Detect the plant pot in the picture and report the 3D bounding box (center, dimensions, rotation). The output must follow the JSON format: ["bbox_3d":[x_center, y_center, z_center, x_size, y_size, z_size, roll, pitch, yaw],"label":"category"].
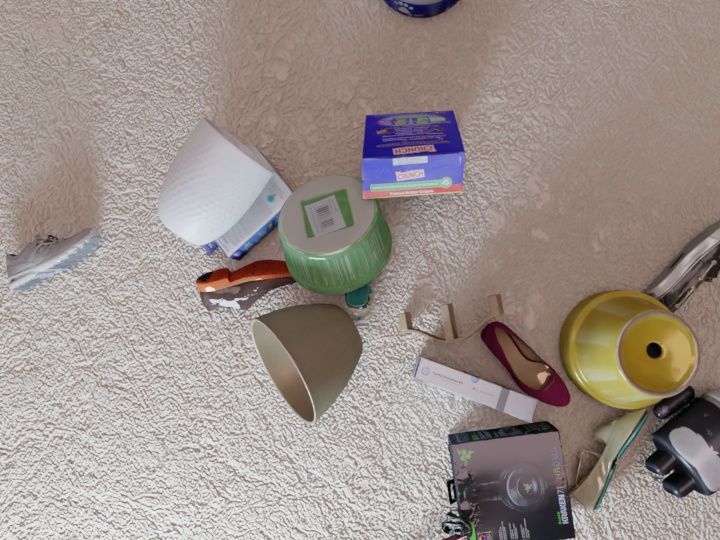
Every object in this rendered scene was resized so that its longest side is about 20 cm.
[{"bbox_3d":[0.449,0.129,0.974,0.196,0.189,0.205,0,84,4],"label":"plant pot"}]

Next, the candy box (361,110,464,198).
[{"bbox_3d":[0.087,-0.205,1.025,0.165,0.201,0.078,-2,123,5],"label":"candy box"}]

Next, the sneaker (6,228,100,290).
[{"bbox_3d":[-0.591,-0.038,1.126,0.197,0.075,0.083,-26,85,3],"label":"sneaker"}]

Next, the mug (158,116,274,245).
[{"bbox_3d":[-0.268,-0.153,1.015,0.176,0.147,0.200,-52,52,6],"label":"mug"}]

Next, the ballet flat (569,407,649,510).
[{"bbox_3d":[0.420,0.313,1.021,0.069,0.069,0.203,26,95,6],"label":"ballet flat"}]

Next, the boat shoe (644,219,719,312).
[{"bbox_3d":[0.590,-0.010,1.037,0.064,0.071,0.200,44,98,7],"label":"boat shoe"}]

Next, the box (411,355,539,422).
[{"bbox_3d":[0.186,0.196,1.006,0.196,0.156,0.042,18,84,6],"label":"box"}]

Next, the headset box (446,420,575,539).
[{"bbox_3d":[0.246,0.365,1.019,0.196,0.093,0.178,-8,84,5],"label":"headset box"}]

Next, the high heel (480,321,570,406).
[{"bbox_3d":[0.289,0.167,1.028,0.199,0.096,0.068,37,84,6],"label":"high heel"}]

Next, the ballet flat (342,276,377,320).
[{"bbox_3d":[0.000,0.000,1.075,0.070,0.072,0.203,5,58,5],"label":"ballet flat"}]

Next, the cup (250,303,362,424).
[{"bbox_3d":[-0.080,0.138,1.031,0.142,0.200,0.202,-30,83,-26],"label":"cup"}]

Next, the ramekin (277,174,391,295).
[{"bbox_3d":[-0.048,-0.069,1.032,0.196,0.098,0.203,-6,55,9],"label":"ramekin"}]

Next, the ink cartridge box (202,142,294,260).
[{"bbox_3d":[-0.226,-0.115,1.103,0.199,0.076,0.137,-41,82,-1],"label":"ink cartridge box"}]

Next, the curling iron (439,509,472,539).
[{"bbox_3d":[0.119,0.461,1.009,0.200,0.025,0.050,-49,64,35],"label":"curling iron"}]

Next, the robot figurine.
[{"bbox_3d":[0.573,0.286,0.986,0.199,0.125,0.151,-40,113,1],"label":"robot figurine"}]

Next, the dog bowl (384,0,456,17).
[{"bbox_3d":[0.117,-0.587,1.113,0.196,0.079,0.205,0,86,4],"label":"dog bowl"}]

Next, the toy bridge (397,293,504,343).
[{"bbox_3d":[0.155,0.093,1.042,0.197,0.027,0.069,-14,83,30],"label":"toy bridge"}]

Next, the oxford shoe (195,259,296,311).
[{"bbox_3d":[-0.200,0.029,1.105,0.196,0.071,0.074,-8,113,1],"label":"oxford shoe"}]
